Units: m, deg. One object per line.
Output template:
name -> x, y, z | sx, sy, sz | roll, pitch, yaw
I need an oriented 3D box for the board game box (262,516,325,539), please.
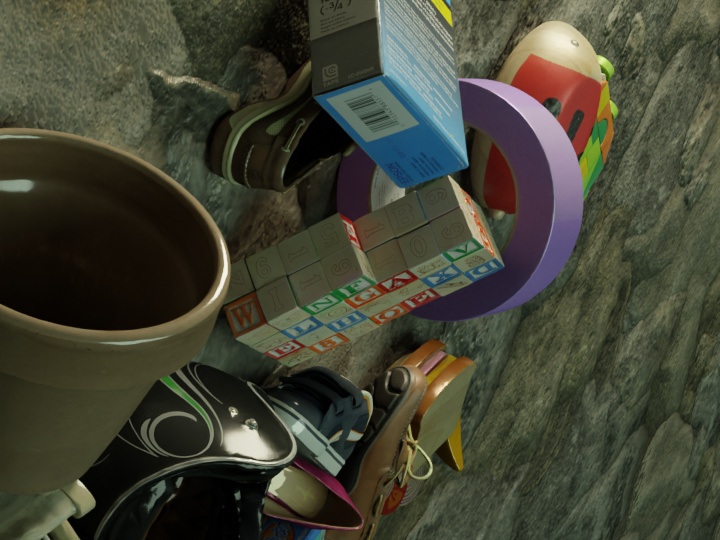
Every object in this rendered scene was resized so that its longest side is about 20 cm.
board game box -> -0.083, 0.302, 1.704 | 0.200, 0.045, 0.152 | -47, 150, -71

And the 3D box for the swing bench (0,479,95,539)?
swing bench -> -0.252, 0.226, 1.202 | 0.199, 0.130, 0.200 | -37, 113, -47

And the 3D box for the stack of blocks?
stack of blocks -> 0.000, 0.000, 1.527 | 0.200, 0.059, 0.115 | -25, 158, 13

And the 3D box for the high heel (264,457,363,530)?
high heel -> -0.067, 0.181, 1.643 | 0.067, 0.096, 0.200 | -67, 155, 0

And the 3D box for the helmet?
helmet -> -0.139, 0.154, 1.372 | 0.200, 0.191, 0.200 | -9, 116, -19

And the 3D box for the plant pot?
plant pot -> -0.199, 0.038, 1.184 | 0.200, 0.200, 0.175 | -32, 153, -50

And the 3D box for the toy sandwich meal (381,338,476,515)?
toy sandwich meal -> 0.056, 0.161, 1.898 | 0.205, 0.070, 0.205 | -44, 146, -40

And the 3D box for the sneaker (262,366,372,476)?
sneaker -> -0.042, 0.118, 1.665 | 0.079, 0.078, 0.200 | -58, 165, -7

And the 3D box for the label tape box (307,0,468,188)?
label tape box -> 0.019, -0.185, 1.484 | 0.144, 0.063, 0.200 | 44, 35, -50

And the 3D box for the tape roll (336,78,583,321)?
tape roll -> 0.082, -0.059, 1.611 | 0.066, 0.200, 0.200 | -8, 118, -61

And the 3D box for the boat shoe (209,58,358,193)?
boat shoe -> -0.029, -0.111, 1.498 | 0.202, 0.075, 0.075 | -41, 145, -43

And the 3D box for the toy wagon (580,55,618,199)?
toy wagon -> 0.222, -0.123, 2.022 | 0.155, 0.040, 0.200 | -55, 152, -23

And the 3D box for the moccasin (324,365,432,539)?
moccasin -> 0.019, 0.174, 1.783 | 0.078, 0.074, 0.202 | 11, 115, -21

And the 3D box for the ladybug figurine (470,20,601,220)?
ladybug figurine -> 0.174, -0.139, 1.856 | 0.136, 0.072, 0.200 | 14, 99, -52
